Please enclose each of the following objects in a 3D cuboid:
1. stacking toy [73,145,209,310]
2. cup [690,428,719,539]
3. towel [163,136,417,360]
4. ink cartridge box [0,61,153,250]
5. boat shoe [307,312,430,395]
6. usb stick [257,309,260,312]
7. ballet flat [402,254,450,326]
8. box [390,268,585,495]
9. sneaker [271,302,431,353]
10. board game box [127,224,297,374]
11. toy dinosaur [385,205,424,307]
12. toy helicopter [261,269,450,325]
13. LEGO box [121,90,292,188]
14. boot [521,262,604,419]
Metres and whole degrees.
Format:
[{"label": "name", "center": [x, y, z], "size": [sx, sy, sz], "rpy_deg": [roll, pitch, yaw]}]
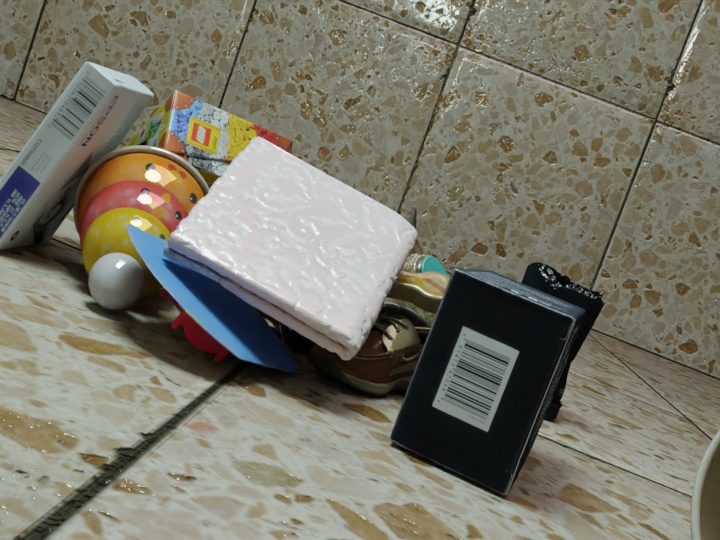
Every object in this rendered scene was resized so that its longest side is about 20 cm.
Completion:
[{"label": "stacking toy", "center": [-0.213, -0.019, 0.890], "size": [0.144, 0.148, 0.201], "rpy_deg": [19, 23, -14]}, {"label": "cup", "center": [0.313, 0.182, 0.577], "size": [0.199, 0.201, 0.144], "rpy_deg": [25, -20, 37]}, {"label": "towel", "center": [-0.055, -0.026, 0.854], "size": [0.189, 0.032, 0.201], "rpy_deg": [29, 38, 1]}, {"label": "ink cartridge box", "center": [-0.290, -0.113, 0.959], "size": [0.040, 0.201, 0.200], "rpy_deg": [38, 7, -3]}, {"label": "boat shoe", "center": [0.022, 0.077, 0.939], "size": [0.075, 0.075, 0.199], "rpy_deg": [24, 6, 33]}, {"label": "usb stick", "center": [-0.170, 0.012, 1.068], "size": [0.197, 0.033, 0.055], "rpy_deg": [20, 5, -20]}, {"label": "ballet flat", "center": [0.105, 0.075, 1.083], "size": [0.065, 0.202, 0.070], "rpy_deg": [-28, 4, 43]}, {"label": "box", "center": [0.118, 0.087, 0.824], "size": [0.106, 0.151, 0.200], "rpy_deg": [22, 6, 14]}, {"label": "sneaker", "center": [-0.018, 0.051, 1.037], "size": [0.198, 0.077, 0.115], "rpy_deg": [15, 10, -32]}, {"label": "board game box", "center": [-0.137, 0.041, 0.826], "size": [0.158, 0.039, 0.200], "rpy_deg": [47, 6, 21]}, {"label": "toy dinosaur", "center": [0.060, 0.031, 1.163], "size": [0.133, 0.203, 0.086], "rpy_deg": [21, -24, -6]}, {"label": "toy helicopter", "center": [0.000, 0.000, 0.937], "size": [0.196, 0.080, 0.133], "rpy_deg": [13, 33, 1]}, {"label": "LEGO box", "center": [-0.191, -0.103, 1.073], "size": [0.147, 0.079, 0.199], "rpy_deg": [20, -27, -29]}, {"label": "boot", "center": [0.189, 0.068, 1.171], "size": [0.198, 0.171, 0.076], "rpy_deg": [23, 7, 33]}]
